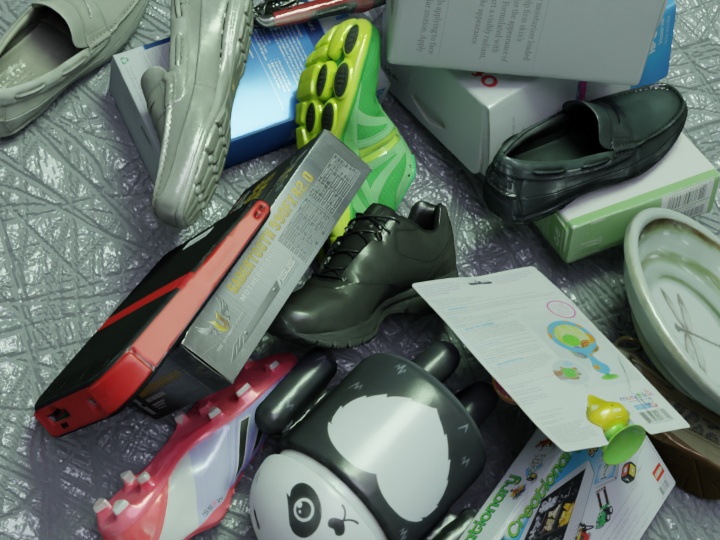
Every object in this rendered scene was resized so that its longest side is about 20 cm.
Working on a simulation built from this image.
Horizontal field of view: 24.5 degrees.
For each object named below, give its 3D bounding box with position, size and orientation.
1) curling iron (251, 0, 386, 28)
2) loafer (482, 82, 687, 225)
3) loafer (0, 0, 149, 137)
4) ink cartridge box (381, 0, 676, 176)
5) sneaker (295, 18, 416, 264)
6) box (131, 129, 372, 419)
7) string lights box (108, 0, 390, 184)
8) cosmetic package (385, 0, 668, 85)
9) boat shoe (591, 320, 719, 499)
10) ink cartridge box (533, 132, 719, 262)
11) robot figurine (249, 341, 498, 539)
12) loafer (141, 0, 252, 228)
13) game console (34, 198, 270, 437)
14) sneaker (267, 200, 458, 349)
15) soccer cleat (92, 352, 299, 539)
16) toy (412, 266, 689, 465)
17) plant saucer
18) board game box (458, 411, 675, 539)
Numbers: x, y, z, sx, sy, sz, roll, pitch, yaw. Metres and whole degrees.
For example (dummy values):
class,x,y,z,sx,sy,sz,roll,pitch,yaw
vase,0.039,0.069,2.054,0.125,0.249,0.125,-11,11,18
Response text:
class,x,y,z,sx,sy,sz,roll,pitch,yaw
curling iron,0.000,-0.226,1.315,0.199,0.026,0.050,-12,68,-10
loafer,0.181,-0.102,1.291,0.200,0.071,0.068,-28,55,-26
loafer,-0.230,-0.187,1.299,0.070,0.070,0.200,36,66,3
ink cartridge box,0.134,-0.184,1.348,0.199,0.085,0.145,-31,56,-20
sneaker,-0.002,-0.098,1.284,0.083,0.074,0.201,-11,113,-32
box,-0.088,0.006,1.200,0.048,0.158,0.200,38,64,-12
string lights box,-0.088,-0.148,1.321,0.199,0.059,0.103,-21,75,-19
cosmetic package,0.126,-0.259,1.237,0.199,0.165,0.166,5,50,-5
boat shoe,0.216,0.101,1.288,0.200,0.073,0.063,37,57,-9
ink cartridge box,0.182,-0.108,1.374,0.145,0.048,0.200,-19,51,-19
robot figurine,0.011,0.140,1.191,0.150,0.125,0.200,28,60,36
loafer,-0.130,-0.125,1.231,0.069,0.070,0.201,8,64,6
game console,-0.148,0.037,1.160,0.031,0.200,0.177,45,64,-11
sneaker,0.000,0.000,1.233,0.200,0.076,0.091,-23,116,-48
soccer cleat,-0.109,0.140,1.209,0.200,0.067,0.077,-45,114,-29
toy,0.130,0.073,1.195,0.115,0.047,0.200,-7,34,-32
plant saucer,0.263,0.046,1.282,0.200,0.050,0.201,30,38,-27
board game box,0.147,0.189,1.216,0.200,0.035,0.126,-50,124,-24
